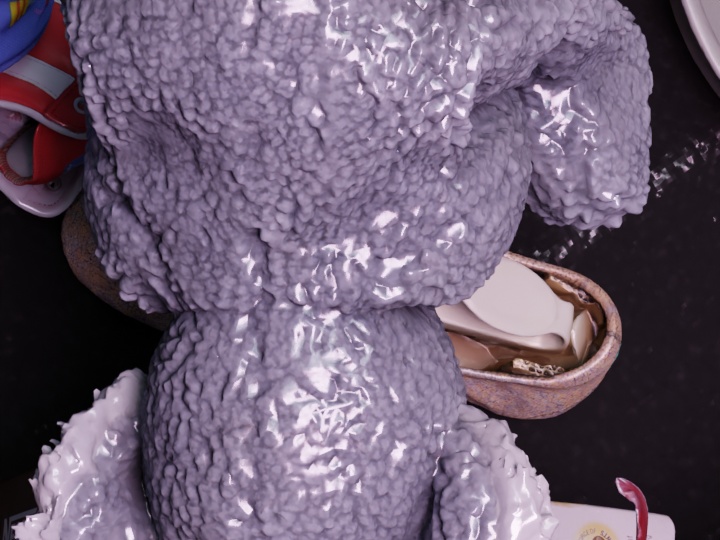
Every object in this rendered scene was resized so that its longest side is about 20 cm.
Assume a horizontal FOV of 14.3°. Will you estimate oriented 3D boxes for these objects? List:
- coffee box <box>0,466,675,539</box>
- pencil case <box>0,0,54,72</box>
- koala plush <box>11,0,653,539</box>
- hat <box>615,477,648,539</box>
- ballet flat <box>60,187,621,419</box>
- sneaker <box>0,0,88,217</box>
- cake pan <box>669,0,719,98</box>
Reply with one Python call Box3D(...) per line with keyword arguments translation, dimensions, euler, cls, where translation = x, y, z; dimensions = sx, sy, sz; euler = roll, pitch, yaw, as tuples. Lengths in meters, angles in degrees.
Box3D(translation=(-0.013, 0.111, 0.922), dimensions=(0.200, 0.114, 0.080), euler=(8, 77, -20), cls="coffee box")
Box3D(translation=(-0.137, -0.139, 0.823), dimensions=(0.087, 0.200, 0.078), euler=(-24, 56, -16), cls="pencil case")
Box3D(translation=(-0.016, 0.009, 0.805), dimensions=(0.177, 0.184, 0.200), euler=(5, 87, 11), cls="koala plush")
Box3D(translation=(0.063, 0.170, 0.897), dimensions=(0.166, 0.200, 0.176), euler=(11, 74, -42), cls="hat")
Box3D(translation=(0.000, 0.000, 0.973), dimensions=(0.200, 0.067, 0.068), euler=(13, 75, -18), cls="ballet flat")
Box3D(translation=(-0.057, -0.072, 0.953), dimensions=(0.200, 0.071, 0.113), euler=(5, 65, -12), cls="sneaker")
Box3D(translation=(0.199, -0.120, 1.086), dimensions=(0.200, 0.037, 0.201), euler=(4, 79, -20), cls="cake pan")
